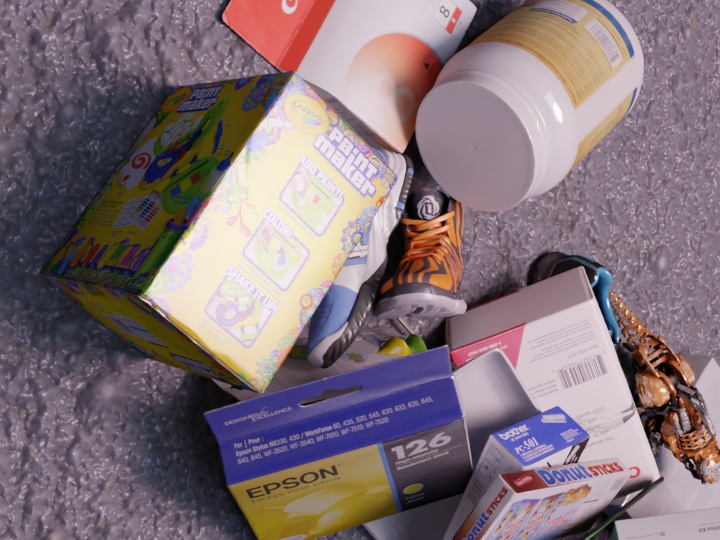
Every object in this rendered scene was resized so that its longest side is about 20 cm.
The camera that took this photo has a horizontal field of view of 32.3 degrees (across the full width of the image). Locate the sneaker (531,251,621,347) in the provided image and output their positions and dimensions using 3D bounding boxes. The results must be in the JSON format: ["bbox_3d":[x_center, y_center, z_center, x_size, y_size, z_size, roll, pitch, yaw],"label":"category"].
[{"bbox_3d":[0.216,0.085,1.236,0.072,0.081,0.204,-15,103,-34],"label":"sneaker"}]

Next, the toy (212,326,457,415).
[{"bbox_3d":[-0.028,0.096,1.057,0.197,0.115,0.048,-13,113,-32],"label":"toy"}]

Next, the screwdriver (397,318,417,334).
[{"bbox_3d":[0.000,0.000,1.119,0.200,0.028,0.029,44,41,-30],"label":"screwdriver"}]

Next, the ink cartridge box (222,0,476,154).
[{"bbox_3d":[-0.003,-0.225,1.086,0.199,0.050,0.164,38,72,-33],"label":"ink cartridge box"}]

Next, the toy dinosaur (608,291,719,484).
[{"bbox_3d":[0.304,0.116,1.252,0.100,0.136,0.204,-7,87,-17],"label":"toy dinosaur"}]

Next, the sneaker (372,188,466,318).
[{"bbox_3d":[0.051,-0.016,1.081,0.076,0.200,0.114,-2,89,8],"label":"sneaker"}]

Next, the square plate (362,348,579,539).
[{"bbox_3d":[0.079,0.171,1.113,0.198,0.029,0.199,-30,125,11],"label":"square plate"}]

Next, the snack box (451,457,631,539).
[{"bbox_3d":[0.156,0.196,1.036,0.198,0.024,0.072,4,124,-51],"label":"snack box"}]

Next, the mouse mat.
[{"bbox_3d":[0.183,0.255,1.113,0.199,0.161,0.008,-15,62,-52],"label":"mouse mat"}]

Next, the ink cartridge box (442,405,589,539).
[{"bbox_3d":[0.123,0.217,1.086,0.093,0.044,0.202,-14,135,-42],"label":"ink cartridge box"}]

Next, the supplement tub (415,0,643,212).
[{"bbox_3d":[0.152,-0.154,1.115,0.200,0.143,0.146,-41,115,-40],"label":"supplement tub"}]

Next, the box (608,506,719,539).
[{"bbox_3d":[0.316,0.287,1.228,0.153,0.201,0.042,-7,59,-1],"label":"box"}]

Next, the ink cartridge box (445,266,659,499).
[{"bbox_3d":[0.181,0.122,1.176,0.143,0.085,0.202,-20,109,10],"label":"ink cartridge box"}]

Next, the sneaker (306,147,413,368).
[{"bbox_3d":[-0.018,-0.015,1.048,0.076,0.076,0.203,20,67,-11],"label":"sneaker"}]

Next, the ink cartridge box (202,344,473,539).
[{"bbox_3d":[-0.008,0.150,0.998,0.194,0.048,0.201,-16,148,1],"label":"ink cartridge box"}]

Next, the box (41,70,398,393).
[{"bbox_3d":[-0.110,-0.033,0.936,0.122,0.199,0.194,41,72,-28],"label":"box"}]

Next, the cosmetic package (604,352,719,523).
[{"bbox_3d":[0.355,0.217,1.358,0.151,0.051,0.201,48,69,-25],"label":"cosmetic package"}]
